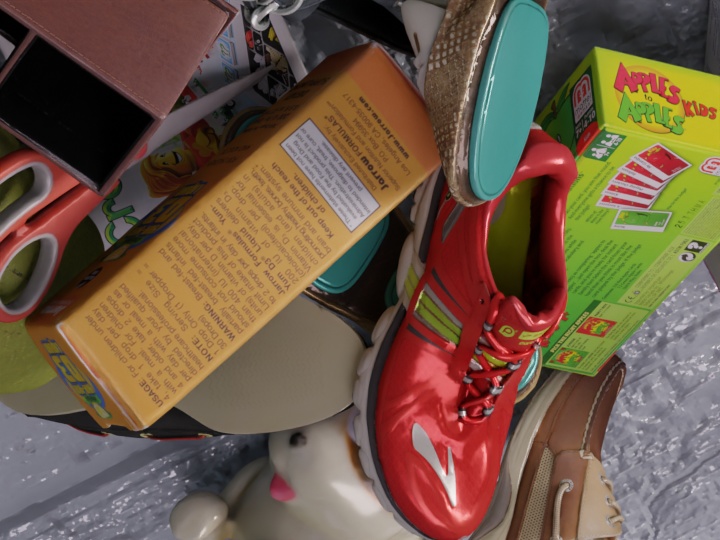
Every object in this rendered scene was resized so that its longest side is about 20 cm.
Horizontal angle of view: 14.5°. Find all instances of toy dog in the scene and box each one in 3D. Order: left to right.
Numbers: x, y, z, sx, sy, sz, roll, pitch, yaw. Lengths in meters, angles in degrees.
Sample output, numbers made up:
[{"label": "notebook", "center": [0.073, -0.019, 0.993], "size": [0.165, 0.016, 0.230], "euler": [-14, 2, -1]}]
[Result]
[{"label": "toy dog", "center": [-0.002, 0.143, 1.467], "size": [0.193, 0.140, 0.200], "euler": [-7, 126, -23]}]

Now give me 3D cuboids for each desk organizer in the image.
[{"label": "desk organizer", "center": [-0.162, -0.127, 1.213], "size": [0.200, 0.077, 0.072], "euler": [35, 137, -8]}]

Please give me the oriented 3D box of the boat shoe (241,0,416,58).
[{"label": "boat shoe", "center": [-0.024, -0.135, 1.266], "size": [0.200, 0.073, 0.062], "euler": [7, 95, -47]}]

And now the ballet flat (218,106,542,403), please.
[{"label": "ballet flat", "center": [0.000, 0.000, 1.362], "size": [0.200, 0.063, 0.069], "euler": [43, 71, -15]}]

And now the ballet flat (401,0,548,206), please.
[{"label": "ballet flat", "center": [0.056, -0.129, 1.261], "size": [0.070, 0.065, 0.201], "euler": [28, 78, -64]}]

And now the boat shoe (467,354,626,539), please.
[{"label": "boat shoe", "center": [0.101, 0.132, 1.464], "size": [0.072, 0.200, 0.076], "euler": [19, 156, 16]}]

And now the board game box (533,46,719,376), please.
[{"label": "board game box", "center": [0.114, -0.024, 1.386], "size": [0.101, 0.048, 0.200], "euler": [12, 144, -21]}]

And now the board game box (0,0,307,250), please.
[{"label": "board game box", "center": [-0.093, -0.093, 1.337], "size": [0.126, 0.035, 0.200], "euler": [-23, 127, 1]}]

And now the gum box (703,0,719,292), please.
[{"label": "gum box", "center": [0.233, -0.087, 1.407], "size": [0.113, 0.066, 0.200], "euler": [-7, 126, -9]}]

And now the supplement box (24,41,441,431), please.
[{"label": "supplement box", "center": [-0.054, -0.015, 1.274], "size": [0.200, 0.067, 0.069], "euler": [-44, 103, -17]}]

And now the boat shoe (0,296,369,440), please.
[{"label": "boat shoe", "center": [-0.080, 0.045, 1.374], "size": [0.201, 0.074, 0.063], "euler": [-2, 171, 26]}]

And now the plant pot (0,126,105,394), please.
[{"label": "plant pot", "center": [-0.218, -0.016, 1.284], "size": [0.200, 0.187, 0.187], "euler": [25, 116, -42]}]

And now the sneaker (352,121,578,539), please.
[{"label": "sneaker", "center": [0.053, 0.029, 1.294], "size": [0.077, 0.085, 0.201], "euler": [7, 93, -32]}]

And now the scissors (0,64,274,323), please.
[{"label": "scissors", "center": [-0.110, -0.055, 1.260], "size": [0.200, 0.014, 0.073], "euler": [-45, 133, -26]}]
